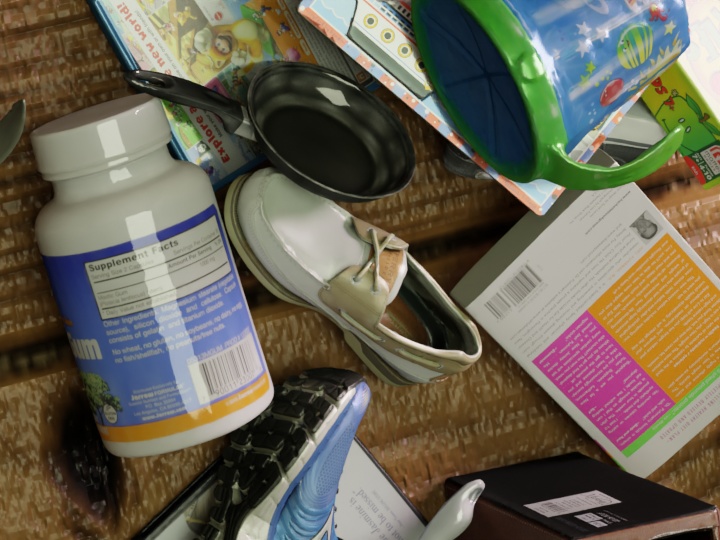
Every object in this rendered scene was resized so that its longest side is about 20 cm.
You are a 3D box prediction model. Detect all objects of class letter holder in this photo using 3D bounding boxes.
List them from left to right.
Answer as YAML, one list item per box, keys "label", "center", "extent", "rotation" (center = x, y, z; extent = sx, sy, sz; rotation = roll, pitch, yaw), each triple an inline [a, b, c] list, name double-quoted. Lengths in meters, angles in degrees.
- label: "letter holder"
  center: [0.142, 0.208, 1.697]
  extent: [0.100, 0.200, 0.143]
  rotation: [-10, 100, -19]

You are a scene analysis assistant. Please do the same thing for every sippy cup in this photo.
- label: "sippy cup"
  center: [0.119, -0.140, 1.591]
  extent: [0.130, 0.140, 0.179]
  rotation: [-29, 104, -15]

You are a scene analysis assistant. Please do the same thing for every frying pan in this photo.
- label: "frying pan"
  center: [-0.047, -0.078, 1.620]
  extent: [0.189, 0.115, 0.031]
  rotation: [-10, 145, -42]

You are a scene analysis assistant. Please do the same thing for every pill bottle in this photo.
- label: "pill bottle"
  center: [-0.131, 0.001, 1.618]
  extent: [0.112, 0.112, 0.201]
  rotation: [-21, 102, -17]

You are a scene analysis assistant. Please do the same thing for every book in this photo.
- label: "book"
  center: [0.166, 0.033, 1.742]
  extent: [0.134, 0.048, 0.200]
  rotation: [-44, 123, 0]

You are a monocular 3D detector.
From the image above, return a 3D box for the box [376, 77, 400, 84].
- label: "box"
  center: [0.054, -0.224, 1.693]
  extent: [0.121, 0.032, 0.201]
  rotation: [-10, 96, -30]

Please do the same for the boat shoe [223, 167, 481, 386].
- label: "boat shoe"
  center: [0.000, 0.000, 1.665]
  extent: [0.200, 0.068, 0.075]
  rotation: [40, 57, -36]

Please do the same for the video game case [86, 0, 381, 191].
- label: "video game case"
  center: [-0.053, -0.158, 1.681]
  extent: [0.199, 0.018, 0.144]
  rotation: [-33, 107, -15]

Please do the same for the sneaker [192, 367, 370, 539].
- label: "sneaker"
  center: [-0.045, 0.154, 1.677]
  extent: [0.089, 0.078, 0.201]
  rotation: [29, 88, -35]

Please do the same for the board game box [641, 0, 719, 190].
- label: "board game box"
  center: [0.205, -0.164, 1.723]
  extent: [0.102, 0.048, 0.200]
  rotation: [-40, 96, -37]

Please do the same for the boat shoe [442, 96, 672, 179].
- label: "boat shoe"
  center: [0.142, -0.086, 1.740]
  extent: [0.199, 0.072, 0.068]
  rotation: [-5, 132, -34]

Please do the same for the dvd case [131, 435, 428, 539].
- label: "dvd case"
  center: [-0.063, 0.187, 1.714]
  extent: [0.200, 0.018, 0.143]
  rotation: [-43, 109, -11]

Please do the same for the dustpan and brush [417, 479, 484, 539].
- label: "dustpan and brush"
  center: [0.018, 0.217, 1.699]
  extent: [0.200, 0.057, 0.139]
  rotation: [-45, 145, 9]

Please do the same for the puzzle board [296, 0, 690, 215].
- label: "puzzle board"
  center: [0.083, -0.154, 1.653]
  extent: [0.200, 0.017, 0.151]
  rotation: [40, 86, -6]

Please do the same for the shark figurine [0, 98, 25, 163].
- label: "shark figurine"
  center: [-0.257, 0.005, 1.580]
  extent: [0.214, 0.089, 0.128]
  rotation: [-45, 121, -21]
